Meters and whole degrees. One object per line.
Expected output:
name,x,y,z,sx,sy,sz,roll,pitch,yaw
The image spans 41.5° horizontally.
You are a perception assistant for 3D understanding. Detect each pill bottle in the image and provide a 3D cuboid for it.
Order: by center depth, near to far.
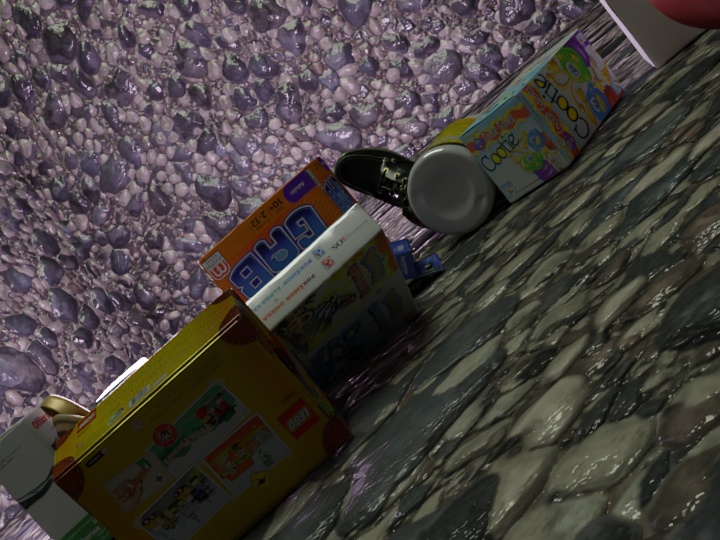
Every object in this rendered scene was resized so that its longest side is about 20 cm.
pill bottle,0.138,-0.133,1.245,0.114,0.115,0.200,-37,8,29

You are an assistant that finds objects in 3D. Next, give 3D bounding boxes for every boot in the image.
boot,0.057,-0.120,1.375,0.154,0.200,0.075,-81,7,-73

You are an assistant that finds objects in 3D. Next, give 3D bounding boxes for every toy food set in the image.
toy food set,-0.317,0.223,1.268,0.198,0.198,0.049,-2,60,36

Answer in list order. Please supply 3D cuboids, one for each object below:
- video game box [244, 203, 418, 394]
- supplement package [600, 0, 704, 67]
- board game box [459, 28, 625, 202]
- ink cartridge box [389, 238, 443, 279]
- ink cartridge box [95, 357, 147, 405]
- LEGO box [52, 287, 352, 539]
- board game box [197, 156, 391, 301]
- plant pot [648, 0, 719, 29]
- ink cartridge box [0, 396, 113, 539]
video game box,-0.036,0.050,0.930,0.182,0.047,0.200,-44,-27,-8
supplement package,0.408,-0.367,1.181,0.199,0.120,0.121,-39,7,18
board game box,0.226,-0.191,1.161,0.105,0.103,0.200,-33,10,47
ink cartridge box,0.000,0.000,1.163,0.197,0.043,0.119,-13,8,4
ink cartridge box,-0.327,0.222,1.485,0.084,0.146,0.200,-42,7,-6
LEGO box,-0.131,0.141,0.794,0.199,0.149,0.077,-41,22,-2
board game box,-0.081,-0.018,1.385,0.199,0.200,0.200,-40,6,11
plant pot,0.363,-0.314,0.865,0.200,0.201,0.178,-39,15,10
ink cartridge box,-0.409,0.284,1.305,0.083,0.200,0.147,-41,7,1
